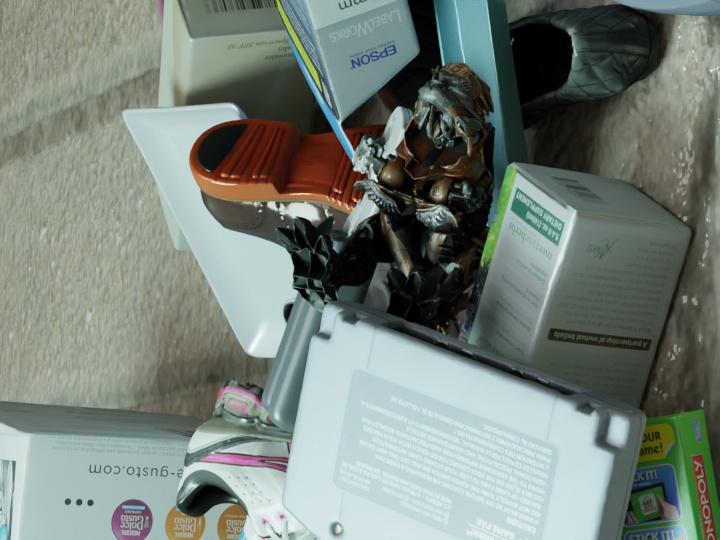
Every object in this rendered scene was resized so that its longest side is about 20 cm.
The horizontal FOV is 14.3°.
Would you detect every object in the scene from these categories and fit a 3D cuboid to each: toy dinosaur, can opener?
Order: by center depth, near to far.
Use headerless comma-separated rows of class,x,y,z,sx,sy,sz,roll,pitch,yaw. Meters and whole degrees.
toy dinosaur,0.039,-0.012,1.598,0.102,0.136,0.201,2,116,38
can opener,0.000,0.000,1.653,0.053,0.066,0.201,-131,64,-76

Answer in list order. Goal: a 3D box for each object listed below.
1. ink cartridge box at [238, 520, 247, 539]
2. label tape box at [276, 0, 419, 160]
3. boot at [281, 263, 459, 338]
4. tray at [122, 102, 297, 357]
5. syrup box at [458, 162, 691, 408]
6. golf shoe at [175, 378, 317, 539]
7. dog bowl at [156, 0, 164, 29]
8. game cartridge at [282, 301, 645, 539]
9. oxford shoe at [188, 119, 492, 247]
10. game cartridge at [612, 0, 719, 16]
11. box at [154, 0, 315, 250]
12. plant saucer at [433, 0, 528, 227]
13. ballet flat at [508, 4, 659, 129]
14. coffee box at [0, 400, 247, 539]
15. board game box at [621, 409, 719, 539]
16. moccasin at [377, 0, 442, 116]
ink cartridge box,-0.003,0.193,1.767,0.116,0.066,0.200,-67,32,29
label tape box,-0.018,-0.180,1.695,0.144,0.066,0.201,-117,7,-55
boot,-0.005,0.017,1.775,0.074,0.095,0.201,-65,33,32
tray,-0.072,-0.028,1.855,0.107,0.022,0.201,0,126,41
syrup box,0.104,0.051,1.573,0.079,0.081,0.201,43,121,57
golf shoe,-0.022,0.135,1.695,0.199,0.073,0.092,16,71,40
dog bowl,-0.080,-0.227,1.996,0.200,0.073,0.202,-20,67,60
game cartridge,0.050,0.107,1.490,0.199,0.040,0.134,21,103,35
oxford shoe,-0.004,-0.043,1.753,0.073,0.199,0.071,77,-148,-48
game cartridge,0.175,-0.204,1.537,0.200,0.040,0.134,17,96,63
box,-0.082,-0.111,1.897,0.201,0.094,0.078,96,162,-48
plant saucer,0.076,-0.066,1.653,0.070,0.019,0.201,21,123,63
ballet flat,0.099,-0.121,1.644,0.200,0.056,0.067,-13,72,62
coffee box,-0.181,0.201,1.967,0.200,0.198,0.199,9,93,62
board game box,0.101,0.153,1.504,0.199,0.029,0.136,-12,88,38
moccasin,0.015,-0.161,1.803,0.078,0.073,0.202,103,152,-44
